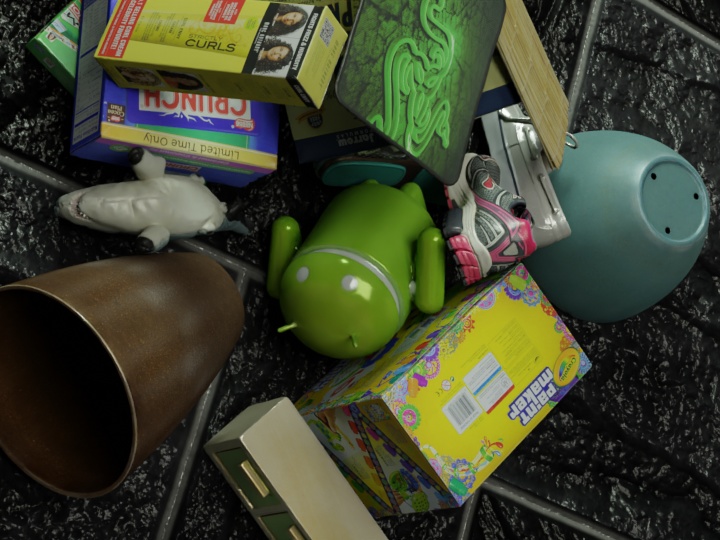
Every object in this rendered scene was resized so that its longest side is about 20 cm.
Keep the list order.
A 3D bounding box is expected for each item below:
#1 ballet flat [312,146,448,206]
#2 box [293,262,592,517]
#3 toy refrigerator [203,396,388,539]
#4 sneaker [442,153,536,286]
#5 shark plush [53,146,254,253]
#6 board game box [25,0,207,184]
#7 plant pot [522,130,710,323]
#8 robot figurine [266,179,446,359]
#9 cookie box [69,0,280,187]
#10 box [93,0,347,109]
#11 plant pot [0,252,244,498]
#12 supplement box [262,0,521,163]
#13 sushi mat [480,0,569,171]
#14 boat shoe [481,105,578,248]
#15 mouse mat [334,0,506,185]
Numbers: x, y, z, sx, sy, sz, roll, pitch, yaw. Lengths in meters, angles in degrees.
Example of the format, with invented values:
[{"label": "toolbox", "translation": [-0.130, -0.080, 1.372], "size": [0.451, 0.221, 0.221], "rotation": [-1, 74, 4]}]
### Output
[{"label": "ballet flat", "translation": [0.043, -0.110, 1.793], "size": [0.200, 0.074, 0.074], "rotation": [10, 74, -33]}, {"label": "box", "translation": [0.064, 0.112, 1.677], "size": [0.200, 0.193, 0.122], "rotation": [-42, 103, -30]}, {"label": "toy refrigerator", "translation": [-0.049, 0.216, 1.655], "size": [0.070, 0.076, 0.200], "rotation": [-40, 101, -31]}, {"label": "sneaker", "translation": [0.122, -0.050, 1.704], "size": [0.200, 0.075, 0.081], "rotation": [-87, 157, -61]}, {"label": "shark plush", "translation": [-0.171, -0.060, 1.637], "size": [0.200, 0.083, 0.091], "rotation": [-12, 87, -52]}, {"label": "board game box", "translation": [-0.188, -0.176, 1.685], "size": [0.200, 0.029, 0.135], "rotation": [47, 61, -14]}, {"label": "plant pot", "translation": [0.275, -0.057, 1.877], "size": [0.200, 0.135, 0.200], "rotation": [8, 75, -30]}, {"label": "robot figurine", "translation": [0.000, 0.000, 1.691], "size": [0.200, 0.175, 0.116], "rotation": [-58, 146, -44]}, {"label": "cookie box", "translation": [-0.159, -0.189, 1.643], "size": [0.171, 0.075, 0.200], "rotation": [9, 76, -28]}, {"label": "box", "translation": [-0.115, -0.183, 1.516], "size": [0.050, 0.200, 0.075], "rotation": [50, 55, -54]}, {"label": "plant pot", "translation": [-0.195, 0.063, 1.557], "size": [0.200, 0.187, 0.187], "rotation": [-33, 97, -48]}, {"label": "supplement box", "translation": [0.025, -0.220, 1.659], "size": [0.200, 0.134, 0.200], "rotation": [-25, 104, -56]}, {"label": "sushi mat", "translation": [0.154, -0.194, 1.719], "size": [0.096, 0.012, 0.200], "rotation": [-77, 148, -44]}, {"label": "boat shoe", "translation": [0.171, -0.116, 1.825], "size": [0.086, 0.075, 0.202], "rotation": [-14, 59, 5]}, {"label": "mouse mat", "translation": [0.054, -0.191, 1.561], "size": [0.161, 0.008, 0.200], "rotation": [34, 63, -38]}]
